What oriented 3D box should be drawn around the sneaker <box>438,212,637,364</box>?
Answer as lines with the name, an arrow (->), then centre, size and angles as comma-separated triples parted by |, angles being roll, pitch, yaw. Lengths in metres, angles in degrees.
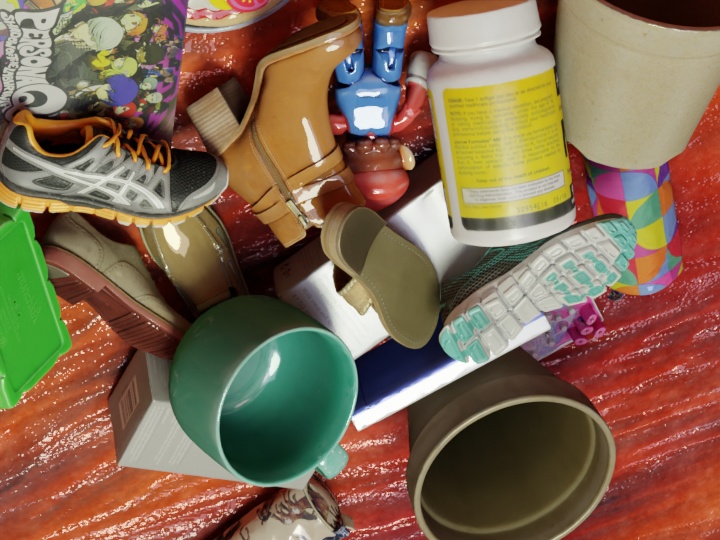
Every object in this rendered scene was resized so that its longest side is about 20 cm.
sneaker -> 0.150, -0.003, 1.548 | 0.200, 0.091, 0.078 | -30, 126, 10

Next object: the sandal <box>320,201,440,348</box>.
sandal -> 0.003, -0.005, 1.535 | 0.078, 0.069, 0.212 | -61, 146, -14

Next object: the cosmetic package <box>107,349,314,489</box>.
cosmetic package -> -0.129, 0.140, 1.667 | 0.199, 0.090, 0.107 | 10, 133, -28

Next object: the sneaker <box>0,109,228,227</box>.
sneaker -> -0.206, -0.089, 1.446 | 0.199, 0.078, 0.077 | 1, 130, -18

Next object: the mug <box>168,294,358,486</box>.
mug -> -0.094, 0.113, 1.549 | 0.152, 0.114, 0.186 | -20, 122, -31

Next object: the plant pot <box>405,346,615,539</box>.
plant pot -> 0.124, 0.148, 1.675 | 0.199, 0.174, 0.201 | -9, 127, -12

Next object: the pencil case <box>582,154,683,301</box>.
pencil case -> 0.255, -0.066, 1.658 | 0.088, 0.088, 0.201 | -18, 127, -5

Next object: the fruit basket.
fruit basket -> -0.376, 0.018, 1.501 | 0.215, 0.156, 0.216 | 21, 136, 21

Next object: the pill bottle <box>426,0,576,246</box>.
pill bottle -> 0.119, -0.131, 1.499 | 0.114, 0.114, 0.201 | -13, 106, -9

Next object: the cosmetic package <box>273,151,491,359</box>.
cosmetic package -> 0.028, -0.010, 1.614 | 0.200, 0.074, 0.102 | -36, 112, 7

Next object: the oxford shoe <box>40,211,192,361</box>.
oxford shoe -> -0.202, 0.016, 1.566 | 0.070, 0.075, 0.200 | -14, 137, 45

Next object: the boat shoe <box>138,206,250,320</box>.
boat shoe -> -0.140, 0.006, 1.583 | 0.071, 0.076, 0.200 | -29, 127, 3

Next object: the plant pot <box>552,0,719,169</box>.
plant pot -> 0.245, -0.196, 1.510 | 0.200, 0.201, 0.184 | -4, 136, -15

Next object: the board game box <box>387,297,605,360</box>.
board game box -> 0.126, 0.040, 1.726 | 0.200, 0.026, 0.200 | -30, 127, 3

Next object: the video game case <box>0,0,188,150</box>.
video game case -> -0.239, -0.171, 1.433 | 0.181, 0.036, 0.200 | -2, 134, -17

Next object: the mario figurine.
mario figurine -> -0.001, -0.147, 1.538 | 0.123, 0.106, 0.201 | 14, 119, 24

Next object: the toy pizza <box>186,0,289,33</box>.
toy pizza -> -0.118, -0.281, 1.417 | 0.199, 0.032, 0.201 | -8, 126, -12

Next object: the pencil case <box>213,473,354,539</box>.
pencil case -> -0.103, 0.298, 1.800 | 0.200, 0.078, 0.089 | -39, 112, 11

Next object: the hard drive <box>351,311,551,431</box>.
hard drive -> 0.075, 0.074, 1.635 | 0.200, 0.132, 0.025 | -29, 106, 3

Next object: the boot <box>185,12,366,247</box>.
boot -> -0.039, -0.118, 1.474 | 0.200, 0.074, 0.155 | -28, 100, 38
